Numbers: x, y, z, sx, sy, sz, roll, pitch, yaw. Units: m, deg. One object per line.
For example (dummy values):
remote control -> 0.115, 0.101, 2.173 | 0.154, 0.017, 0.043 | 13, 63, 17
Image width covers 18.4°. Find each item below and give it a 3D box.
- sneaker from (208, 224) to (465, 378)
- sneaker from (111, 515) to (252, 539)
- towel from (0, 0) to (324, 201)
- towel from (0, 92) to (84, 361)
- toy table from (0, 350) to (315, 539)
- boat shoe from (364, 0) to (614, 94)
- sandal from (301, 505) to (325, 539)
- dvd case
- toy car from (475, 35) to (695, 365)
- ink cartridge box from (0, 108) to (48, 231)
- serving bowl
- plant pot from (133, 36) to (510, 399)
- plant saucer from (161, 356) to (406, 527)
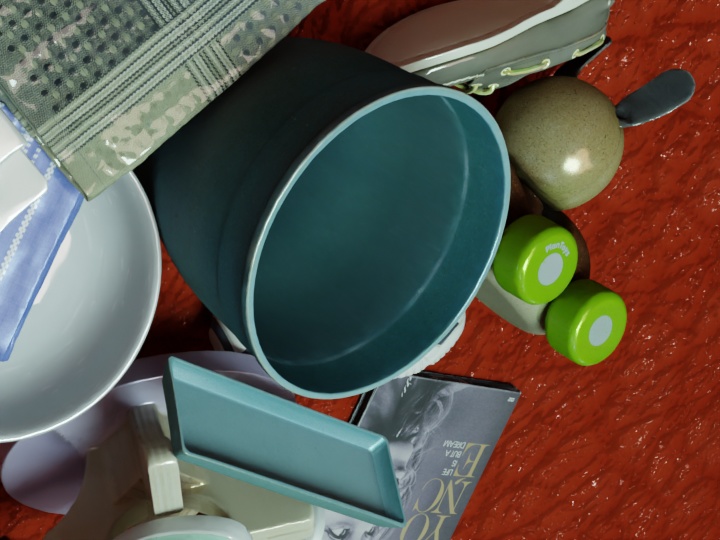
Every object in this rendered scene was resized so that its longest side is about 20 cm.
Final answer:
sneaker -> 0.000, 0.000, 1.500 | 0.197, 0.080, 0.130 | 1, 126, -27
sneaker -> -0.147, 0.230, 1.340 | 0.199, 0.119, 0.074 | -23, 136, 1
towel -> -0.142, -0.172, 1.254 | 0.200, 0.034, 0.193 | -41, 108, -14
towel -> -0.257, -0.048, 1.246 | 0.199, 0.024, 0.146 | 25, 90, -23
toy table -> -0.128, 0.139, 1.429 | 0.198, 0.118, 0.185 | -20, 137, -2
boat shoe -> 0.089, -0.151, 1.477 | 0.201, 0.072, 0.061 | -25, 127, -28
sandal -> -0.065, 0.190, 1.519 | 0.049, 0.202, 0.083 | 20, 66, -24
dvd case -> 0.028, 0.169, 1.682 | 0.148, 0.016, 0.201 | 10, 111, -42
toy car -> 0.135, -0.069, 1.511 | 0.200, 0.164, 0.158 | -51, 136, -7
ink cartridge box -> -0.262, -0.080, 1.189 | 0.117, 0.067, 0.200 | -42, 111, -8
serving bowl -> -0.221, -0.003, 1.314 | 0.198, 0.066, 0.202 | -4, 101, -22
plant pot -> -0.043, -0.056, 1.347 | 0.199, 0.188, 0.201 | -25, 132, -30
plant saucer -> -0.048, 0.113, 1.399 | 0.019, 0.070, 0.199 | -35, 141, 29
